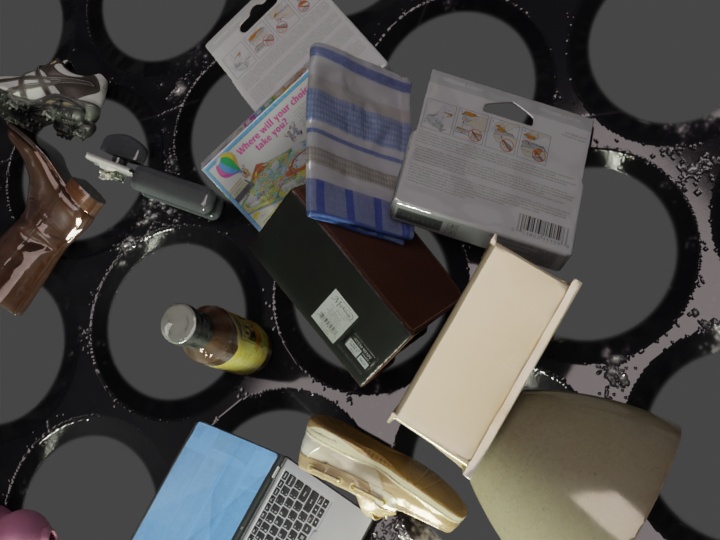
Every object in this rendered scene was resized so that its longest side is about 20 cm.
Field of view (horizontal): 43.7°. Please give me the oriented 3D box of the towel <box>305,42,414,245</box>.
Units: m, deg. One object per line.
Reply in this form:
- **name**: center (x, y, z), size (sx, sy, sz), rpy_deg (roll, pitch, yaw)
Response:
- **towel**: center (0.002, -0.138, 0.975), size (0.024, 0.145, 0.204), rpy_deg (-20, 63, 48)

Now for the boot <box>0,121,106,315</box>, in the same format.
- **boot**: center (-0.449, -0.066, 1.164), size (0.186, 0.064, 0.201), rpy_deg (42, 97, 18)

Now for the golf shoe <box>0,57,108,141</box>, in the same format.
- **golf shoe**: center (-0.419, -0.236, 1.190), size (0.196, 0.078, 0.096), rpy_deg (17, 67, 16)

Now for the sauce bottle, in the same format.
- **sauce bottle**: center (-0.155, 0.074, 0.976), size (0.063, 0.200, 0.066), rpy_deg (-3, 78, 12)

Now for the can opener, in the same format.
- **can opener**: center (-0.258, -0.120, 1.121), size (0.197, 0.053, 0.067), rpy_deg (24, 85, 19)

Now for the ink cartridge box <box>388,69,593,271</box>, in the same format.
- **ink cartridge box**: center (0.145, -0.112, 0.981), size (0.196, 0.044, 0.176), rpy_deg (17, 64, 0)

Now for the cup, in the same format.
- **cup**: center (0.188, 0.194, 0.847), size (0.142, 0.200, 0.202), rpy_deg (31, 89, 14)

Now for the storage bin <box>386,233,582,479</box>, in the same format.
- **storage bin**: center (0.118, 0.083, 0.899), size (0.093, 0.199, 0.202), rpy_deg (30, 88, 7)

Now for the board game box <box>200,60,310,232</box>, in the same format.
- **board game box**: center (-0.068, -0.139, 1.039), size (0.199, 0.034, 0.135), rpy_deg (-41, 112, 4)

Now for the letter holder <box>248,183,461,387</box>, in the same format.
- **letter holder**: center (0.000, 0.000, 1.003), size (0.201, 0.141, 0.101), rpy_deg (50, 126, 9)

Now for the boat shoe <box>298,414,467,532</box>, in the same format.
- **boat shoe**: center (0.020, 0.231, 0.968), size (0.198, 0.073, 0.070), rpy_deg (28, 99, 20)

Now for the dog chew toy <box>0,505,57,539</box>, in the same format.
- **dog chew toy**: center (-0.455, 0.331, 1.057), size (0.196, 0.125, 0.127), rpy_deg (-10, 76, 6)

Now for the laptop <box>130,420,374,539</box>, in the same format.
- **laptop**: center (-0.123, 0.297, 0.967), size (0.198, 0.116, 0.189), rpy_deg (30, 89, 19)

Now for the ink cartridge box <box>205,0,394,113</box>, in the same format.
- **ink cartridge box**: center (-0.076, -0.256, 1.103), size (0.160, 0.047, 0.201), rpy_deg (-41, 69, 5)
